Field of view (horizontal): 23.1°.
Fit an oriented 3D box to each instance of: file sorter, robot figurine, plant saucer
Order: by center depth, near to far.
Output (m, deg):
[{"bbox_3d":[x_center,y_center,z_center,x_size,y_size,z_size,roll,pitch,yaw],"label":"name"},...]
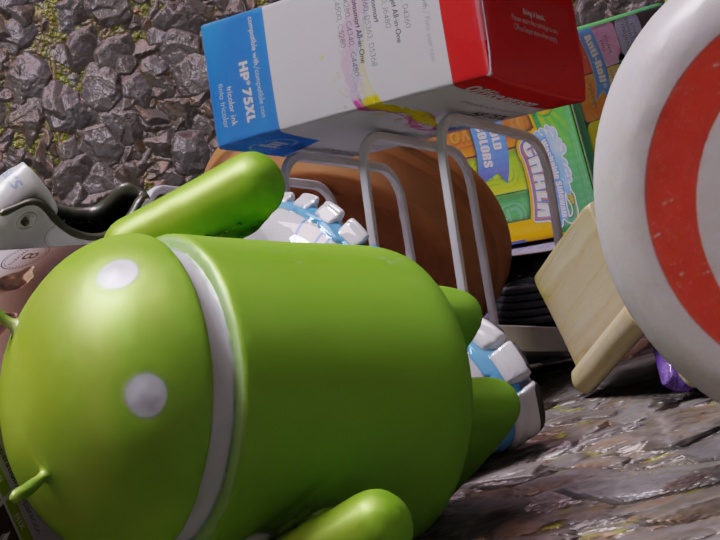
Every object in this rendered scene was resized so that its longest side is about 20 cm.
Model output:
[{"bbox_3d":[-0.040,0.047,0.638,0.199,0.177,0.116,3,-38,-34],"label":"robot figurine"},{"bbox_3d":[0.000,0.000,0.943,0.199,0.126,0.138,-12,-8,30],"label":"file sorter"},{"bbox_3d":[-0.007,-0.014,1.080,0.199,0.201,0.038,-12,41,30],"label":"plant saucer"}]

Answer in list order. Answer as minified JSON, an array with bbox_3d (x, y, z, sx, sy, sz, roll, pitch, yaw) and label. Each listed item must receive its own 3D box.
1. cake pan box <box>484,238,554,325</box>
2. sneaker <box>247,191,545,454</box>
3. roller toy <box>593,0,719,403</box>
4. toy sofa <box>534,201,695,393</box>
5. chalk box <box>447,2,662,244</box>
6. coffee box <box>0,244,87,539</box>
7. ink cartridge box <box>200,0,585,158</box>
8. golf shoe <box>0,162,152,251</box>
[{"bbox_3d":[0.174,-0.014,1.145,0.199,0.053,0.184,-20,5,-37],"label":"cake pan box"},{"bbox_3d":[-0.015,0.032,0.797,0.086,0.075,0.199,-31,43,-28],"label":"sneaker"},{"bbox_3d":[0.182,-0.036,0.645,0.199,0.184,0.140,22,15,11],"label":"roller toy"},{"bbox_3d":[0.194,0.002,0.849,0.199,0.098,0.083,-18,-19,-22],"label":"toy sofa"},{"bbox_3d":[0.134,-0.092,1.134,0.123,0.126,0.199,-21,7,-42],"label":"chalk box"},{"bbox_3d":[-0.152,0.071,0.701,0.112,0.080,0.200,-3,29,31],"label":"coffee box"},{"bbox_3d":[0.034,-0.110,0.887,0.199,0.068,0.116,-12,-6,30],"label":"ink cartridge box"},{"bbox_3d":[-0.186,-0.011,0.816,0.199,0.098,0.078,1,29,-38],"label":"golf shoe"}]
